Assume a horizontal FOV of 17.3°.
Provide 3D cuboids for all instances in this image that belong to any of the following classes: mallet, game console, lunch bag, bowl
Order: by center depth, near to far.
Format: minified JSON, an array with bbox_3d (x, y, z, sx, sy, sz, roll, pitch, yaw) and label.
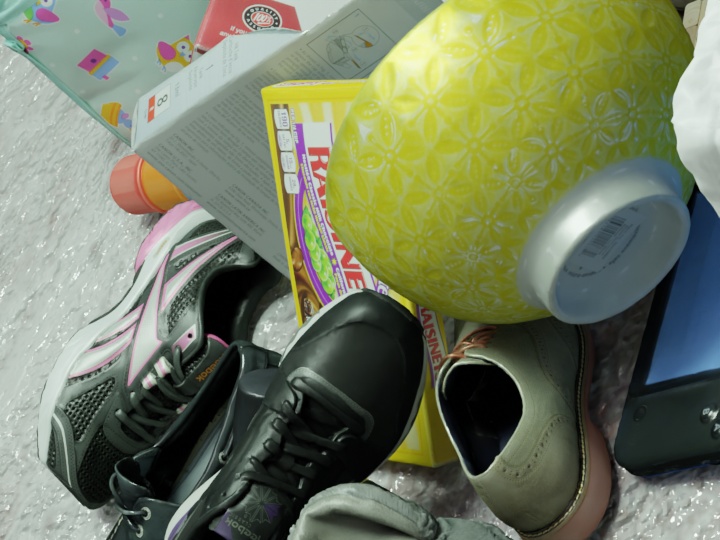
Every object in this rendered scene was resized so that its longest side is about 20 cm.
[{"bbox_3d":[0.167,-0.027,1.084,0.170,0.118,0.201,-18,45,49],"label":"game console"},{"bbox_3d":[0.094,-0.040,1.118,0.200,0.200,0.108,-45,55,10],"label":"bowl"},{"bbox_3d":[-0.002,0.104,1.226,0.199,0.041,0.066,18,116,50],"label":"mallet"},{"bbox_3d":[-0.128,-0.186,1.559,0.200,0.170,0.122,-44,35,6],"label":"lunch bag"}]

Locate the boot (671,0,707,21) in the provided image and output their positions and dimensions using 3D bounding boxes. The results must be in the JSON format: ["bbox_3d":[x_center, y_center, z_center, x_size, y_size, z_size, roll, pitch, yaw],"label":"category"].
[{"bbox_3d":[0.175,-0.185,1.213,0.199,0.146,0.071,-33,35,26],"label":"boot"}]

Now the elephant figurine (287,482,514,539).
[{"bbox_3d":[0.022,0.165,1.097,0.200,0.155,0.141,-47,5,-8],"label":"elephant figurine"}]

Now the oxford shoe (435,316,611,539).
[{"bbox_3d":[0.073,0.048,1.178,0.071,0.074,0.201,-41,33,19],"label":"oxford shoe"}]

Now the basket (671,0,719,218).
[{"bbox_3d":[0.251,-0.077,0.956,0.160,0.198,0.201,-1,56,36],"label":"basket"}]

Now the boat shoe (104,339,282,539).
[{"bbox_3d":[-0.107,0.121,1.334,0.199,0.066,0.075,-47,34,8],"label":"boat shoe"}]

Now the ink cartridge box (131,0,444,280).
[{"bbox_3d":[-0.004,-0.084,1.319,0.199,0.162,0.050,-33,36,25],"label":"ink cartridge box"}]

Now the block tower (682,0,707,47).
[{"bbox_3d":[0.242,-0.121,1.155,0.199,0.054,0.058,-18,46,41],"label":"block tower"}]

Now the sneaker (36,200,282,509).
[{"bbox_3d":[-0.117,0.051,1.409,0.086,0.080,0.201,19,79,44],"label":"sneaker"}]

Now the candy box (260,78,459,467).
[{"bbox_3d":[0.000,0.000,1.241,0.102,0.026,0.202,2,104,50],"label":"candy box"}]

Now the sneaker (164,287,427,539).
[{"bbox_3d":[-0.034,0.104,1.160,0.201,0.075,0.088,-56,2,20],"label":"sneaker"}]

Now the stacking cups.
[{"bbox_3d":[-0.092,-0.063,1.503,0.199,0.060,0.061,-11,50,47],"label":"stacking cups"}]

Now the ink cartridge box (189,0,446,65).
[{"bbox_3d":[-0.007,-0.169,1.409,0.084,0.143,0.201,107,180,-60],"label":"ink cartridge box"}]
